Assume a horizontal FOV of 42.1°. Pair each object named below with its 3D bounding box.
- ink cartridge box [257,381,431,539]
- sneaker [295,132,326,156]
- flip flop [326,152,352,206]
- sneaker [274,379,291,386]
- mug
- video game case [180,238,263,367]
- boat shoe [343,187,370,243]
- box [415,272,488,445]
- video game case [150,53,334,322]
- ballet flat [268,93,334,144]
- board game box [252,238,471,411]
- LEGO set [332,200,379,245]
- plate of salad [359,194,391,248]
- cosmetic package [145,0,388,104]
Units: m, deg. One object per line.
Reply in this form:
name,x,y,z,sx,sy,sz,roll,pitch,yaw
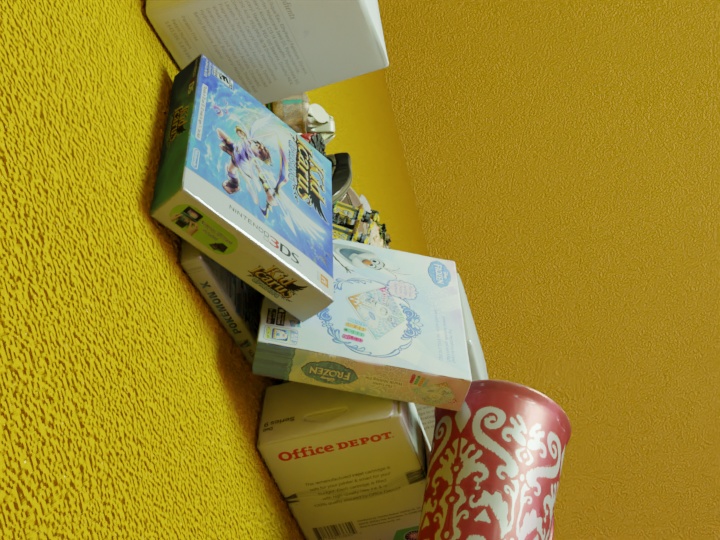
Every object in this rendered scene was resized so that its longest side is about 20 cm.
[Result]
ink cartridge box,-0.001,0.199,0.944,0.084,0.145,0.201,-90,163,-54
sneaker,-0.083,-0.080,1.082,0.078,0.081,0.201,-70,166,-45
flip flop,-0.049,-0.121,1.347,0.200,0.080,0.058,-82,168,-68
sneaker,-0.064,0.074,1.038,0.095,0.079,0.200,40,25,-2
mug,0.133,0.230,0.859,0.177,0.133,0.201,32,47,-14
video game case,-0.127,-0.029,0.916,0.183,0.022,0.201,65,14,-48
boat shoe,-0.022,-0.041,1.390,0.072,0.075,0.202,26,50,-75
box,0.071,0.140,1.290,0.200,0.197,0.172,-89,162,-63
video game case,-0.099,-0.078,0.860,0.181,0.045,0.201,39,32,-34
ballet flat,-0.073,-0.205,1.337,0.200,0.067,0.069,26,54,-78
board game box,0.002,0.042,0.920,0.201,0.197,0.044,-89,-169,-57
LEGO set,0.000,0.000,1.192,0.200,0.115,0.155,-87,-165,-82
plate of salad,0.035,-0.051,1.808,0.200,0.048,0.202,-15,90,-81
cosmetic package,-0.093,-0.288,0.943,0.165,0.198,0.166,61,18,-57
